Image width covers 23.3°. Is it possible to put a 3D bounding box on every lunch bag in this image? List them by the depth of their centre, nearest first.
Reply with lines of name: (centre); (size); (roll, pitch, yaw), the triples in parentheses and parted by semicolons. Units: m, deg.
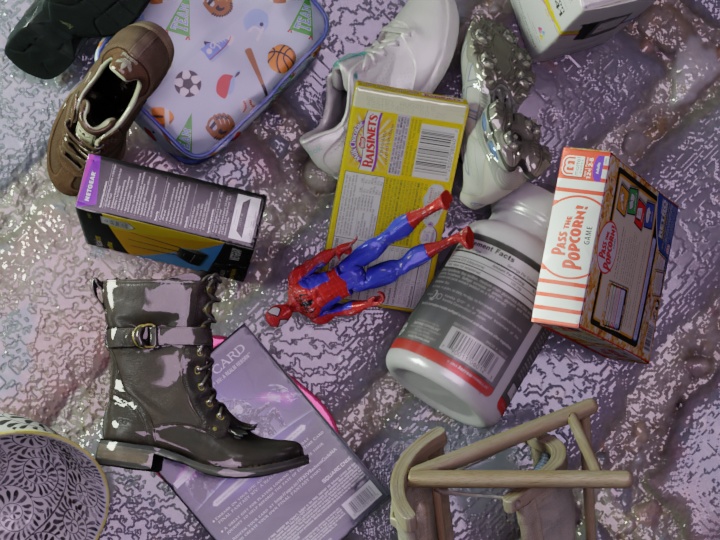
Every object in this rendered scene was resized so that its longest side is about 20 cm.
lunch bag: (-0.134, -0.207, 1.562); (0.160, 0.076, 0.200); (44, 82, -4)

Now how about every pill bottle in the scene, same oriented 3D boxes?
pill bottle: (0.118, 0.028, 1.548); (0.116, 0.116, 0.200); (33, 76, -2)

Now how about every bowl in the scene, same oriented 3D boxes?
bowl: (-0.322, 0.187, 1.481); (0.200, 0.201, 0.094); (-29, 45, -8)

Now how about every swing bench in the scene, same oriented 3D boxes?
swing bench: (0.125, 0.238, 1.488); (0.199, 0.130, 0.200); (-10, 119, -5)

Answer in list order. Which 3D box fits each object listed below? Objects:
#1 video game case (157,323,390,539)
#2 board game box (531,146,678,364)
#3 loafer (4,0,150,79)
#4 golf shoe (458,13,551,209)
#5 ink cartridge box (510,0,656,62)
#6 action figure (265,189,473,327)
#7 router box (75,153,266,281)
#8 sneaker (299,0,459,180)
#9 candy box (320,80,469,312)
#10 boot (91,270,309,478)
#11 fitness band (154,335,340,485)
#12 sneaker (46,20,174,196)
video game case: (-0.091, 0.168, 1.529); (0.143, 0.019, 0.200); (-40, 88, -11)
board game box: (0.217, -0.009, 1.527); (0.046, 0.200, 0.152); (8, 82, 28)
loafer: (-0.236, -0.238, 1.504); (0.073, 0.200, 0.073); (37, 51, -28)
golf shoe: (0.107, -0.144, 1.573); (0.078, 0.097, 0.201); (24, 43, -26)
ink cartridge box: (0.187, -0.281, 1.545); (0.085, 0.200, 0.148); (-17, 86, -8)
action figure: (0.000, 0.000, 1.533); (0.199, 0.052, 0.066); (-28, 106, 20)
router box: (-0.160, -0.042, 1.484); (0.148, 0.200, 0.051); (14, 81, -4)
sneaker: (0.015, -0.178, 1.565); (0.088, 0.075, 0.201); (33, 81, -36)
candy box: (0.027, -0.062, 1.552); (0.102, 0.026, 0.201); (10, 111, -3)
boot: (-0.136, 0.087, 1.490); (0.199, 0.069, 0.175); (6, 82, -5)
fitness band: (-0.110, 0.146, 1.555); (0.200, 0.037, 0.144); (38, 82, -3)
sneaker: (-0.231, -0.130, 1.495); (0.070, 0.200, 0.076); (36, 37, 1)
